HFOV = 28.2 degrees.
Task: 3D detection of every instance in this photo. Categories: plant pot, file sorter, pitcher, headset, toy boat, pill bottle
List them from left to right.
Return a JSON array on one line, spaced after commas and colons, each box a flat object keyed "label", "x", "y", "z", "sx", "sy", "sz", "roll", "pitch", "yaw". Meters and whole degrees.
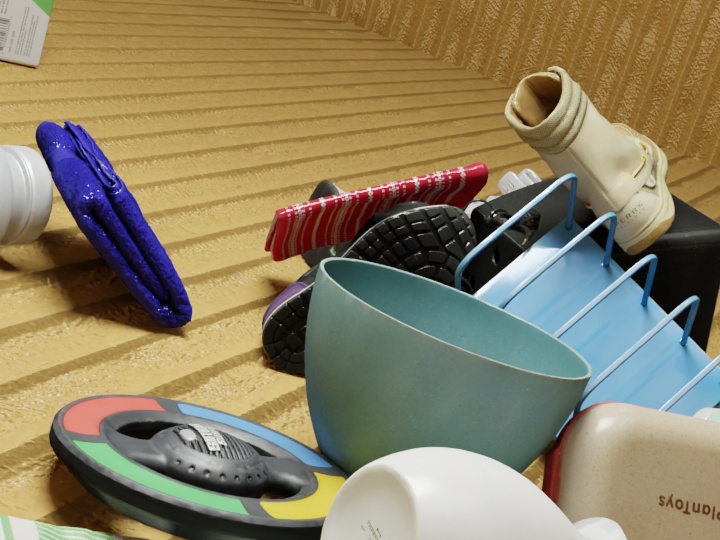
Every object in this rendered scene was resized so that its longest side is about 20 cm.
[{"label": "pill bottle", "x": -0.342, "y": -0.060, "z": 1.109, "sx": 0.111, "sy": 0.113, "sz": 0.199, "roll": 30, "pitch": 19, "yaw": 34}, {"label": "plant pot", "x": 0.043, "y": 0.092, "z": 0.985, "sx": 0.198, "sy": 0.136, "sz": 0.200, "roll": 20, "pitch": 10, "yaw": -4}, {"label": "headset", "x": 0.065, "y": -0.005, "z": 1.254, "sx": 0.093, "sy": 0.200, "sz": 0.125, "roll": -2, "pitch": 67, "yaw": -40}, {"label": "pitcher", "x": 0.085, "y": 0.186, "z": 0.792, "sx": 0.199, "sy": 0.122, "sz": 0.172, "roll": 24, "pitch": 20, "yaw": -36}, {"label": "plant pot", "x": 0.196, "y": 0.024, "z": 1.324, "sx": 0.175, "sy": 0.202, "sz": 0.200, "roll": 0, "pitch": 22, "yaw": -19}, {"label": "file sorter", "x": 0.182, "y": 0.045, "z": 1.122, "sx": 0.200, "sy": 0.138, "sz": 0.123, "roll": 48, "pitch": -12, "yaw": 21}, {"label": "toy boat", "x": 0.206, "y": 0.170, "z": 1.007, "sx": 0.198, "sy": 0.132, "sz": 0.131, "roll": 13, "pitch": -12, "yaw": -17}]

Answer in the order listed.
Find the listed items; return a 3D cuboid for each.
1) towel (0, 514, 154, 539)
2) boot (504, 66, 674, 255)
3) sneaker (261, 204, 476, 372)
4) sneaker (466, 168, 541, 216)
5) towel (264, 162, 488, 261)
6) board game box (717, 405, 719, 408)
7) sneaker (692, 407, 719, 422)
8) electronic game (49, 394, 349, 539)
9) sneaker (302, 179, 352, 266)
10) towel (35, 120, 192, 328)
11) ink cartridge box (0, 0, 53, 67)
[{"label": "towel", "x": -0.097, "y": 0.181, "z": 0.760, "sx": 0.198, "sy": 0.024, "sz": 0.153, "roll": 11, "pitch": 17, "yaw": -25}, {"label": "boot", "x": 0.191, "y": -0.114, "z": 1.229, "sx": 0.155, "sy": 0.073, "sz": 0.201, "roll": 43, "pitch": 23, "yaw": -18}, {"label": "sneaker", "x": 0.000, "y": 0.000, "z": 1.191, "sx": 0.076, "sy": 0.199, "sz": 0.088, "roll": 59, "pitch": 1, "yaw": -17}, {"label": "sneaker", "x": 0.150, "y": -0.075, "z": 1.702, "sx": 0.198, "sy": 0.116, "sz": 0.075, "roll": 25, "pitch": 17, "yaw": 22}, {"label": "towel", "x": 0.013, "y": -0.052, "z": 1.315, "sx": 0.197, "sy": 0.023, "sz": 0.145, "roll": -13, "pitch": -11, "yaw": -11}, {"label": "board game box", "x": 0.410, "y": 0.166, "z": 1.340, "sx": 0.151, "sy": 0.041, "sz": 0.200, "roll": 18, "pitch": 16, "yaw": -4}, {"label": "sneaker", "x": 0.350, "y": 0.173, "z": 1.107, "sx": 0.199, "sy": 0.074, "sz": 0.118, "roll": 28, "pitch": -8, "yaw": -35}, {"label": "electronic game", "x": -0.095, "y": 0.120, "z": 0.891, "sx": 0.198, "sy": 0.042, "sz": 0.200, "roll": 17, "pitch": 10, "yaw": -3}, {"label": "sneaker", "x": 0.012, "y": -0.015, "z": 1.466, "sx": 0.114, "sy": 0.076, "sz": 0.201, "roll": 20, "pitch": 22, "yaw": -29}, {"label": "towel", "x": -0.204, "y": -0.046, "z": 1.207, "sx": 0.148, "sy": 0.049, "sz": 0.200, "roll": 55, "pitch": -3, "yaw": -32}, {"label": "ink cartridge box", "x": -0.503, "y": -0.361, "z": 1.852, "sx": 0.198, "sy": 0.148, "sz": 0.084, "roll": 9, "pitch": 19, "yaw": -30}]
